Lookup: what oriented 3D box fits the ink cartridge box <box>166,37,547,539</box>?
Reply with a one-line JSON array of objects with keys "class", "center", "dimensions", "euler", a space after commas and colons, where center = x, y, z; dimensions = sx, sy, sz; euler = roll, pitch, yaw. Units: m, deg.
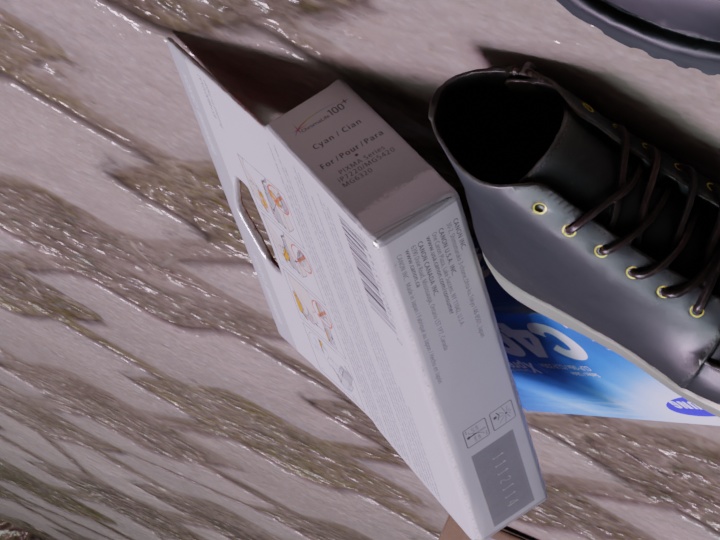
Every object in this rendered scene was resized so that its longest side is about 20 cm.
[{"class": "ink cartridge box", "center": [0.000, 0.000, 0.972], "dimensions": [0.176, 0.045, 0.200], "euler": [46, 162, 42]}]

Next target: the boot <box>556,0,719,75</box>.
[{"class": "boot", "center": [0.123, -0.098, 0.472], "dimensions": [0.199, 0.077, 0.168], "euler": [15, 165, 17]}]

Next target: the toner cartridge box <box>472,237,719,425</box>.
[{"class": "toner cartridge box", "center": [0.104, 0.026, 0.979], "dimensions": [0.095, 0.043, 0.200], "euler": [34, 164, -24]}]

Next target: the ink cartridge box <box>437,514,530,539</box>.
[{"class": "ink cartridge box", "center": [0.153, 0.263, 1.615], "dimensions": [0.199, 0.075, 0.165], "euler": [21, 165, 24]}]

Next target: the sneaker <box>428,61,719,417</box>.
[{"class": "sneaker", "center": [0.113, -0.006, 0.799], "dimensions": [0.199, 0.075, 0.106], "euler": [19, 163, 31]}]
